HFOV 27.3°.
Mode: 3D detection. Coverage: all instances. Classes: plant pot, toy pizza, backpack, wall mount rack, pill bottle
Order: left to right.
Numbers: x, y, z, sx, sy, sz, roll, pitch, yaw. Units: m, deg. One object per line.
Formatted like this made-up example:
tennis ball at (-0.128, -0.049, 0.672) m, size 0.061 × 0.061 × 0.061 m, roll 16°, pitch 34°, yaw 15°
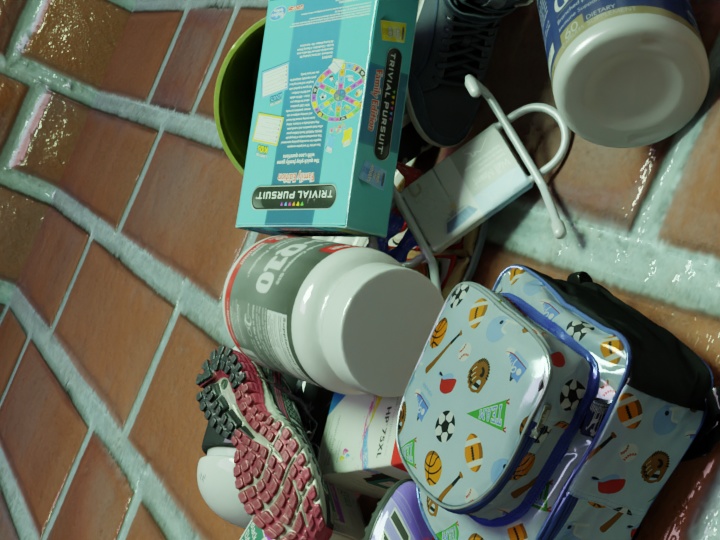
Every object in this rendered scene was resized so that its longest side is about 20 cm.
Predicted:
plant pot at (-0.056, -0.190, 1.587) m, size 0.201 × 0.199 × 0.193 m, roll -62°, pitch 11°, yaw 11°
pill bottle at (-0.021, 0.035, 1.169) m, size 0.200 × 0.113 × 0.115 m, roll 10°, pitch 78°, yaw 60°
toy pizza at (0.051, -0.014, 1.350) m, size 0.200 × 0.032 × 0.201 m, roll -49°, pitch 28°, yaw 37°
wall mount rack at (0.087, -0.053, 1.197) m, size 0.199 × 0.074 × 0.175 m, roll -36°, pitch 62°, yaw 15°
backpack at (0.114, 0.108, 0.948) m, size 0.200 × 0.153 × 0.192 m, roll -133°, pitch 58°, yaw -63°
pill bottle at (0.188, -0.194, 1.103) m, size 0.111 × 0.110 × 0.201 m, roll -50°, pitch 27°, yaw 35°

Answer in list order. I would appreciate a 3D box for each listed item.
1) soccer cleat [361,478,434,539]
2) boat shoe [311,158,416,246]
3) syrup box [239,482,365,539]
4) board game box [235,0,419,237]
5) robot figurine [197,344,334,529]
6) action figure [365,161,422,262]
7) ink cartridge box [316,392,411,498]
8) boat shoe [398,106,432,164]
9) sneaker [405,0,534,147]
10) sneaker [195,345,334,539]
soccer cleat at (0.034, 0.254, 1.101) m, size 0.073 × 0.068 × 0.202 m, roll -7°, pitch 61°, yaw 46°
boat shoe at (0.012, -0.100, 1.444) m, size 0.201 × 0.069 × 0.071 m, roll -65°, pitch 4°, yaw -19°
syrup box at (-0.075, 0.279, 1.289) m, size 0.201 × 0.081 × 0.079 m, roll -60°, pitch 24°, yaw 19°
board game box at (-0.029, -0.130, 1.230) m, size 0.150 × 0.047 × 0.202 m, roll 3°, pitch 83°, yaw 50°
robot figurine at (-0.077, 0.142, 1.377) m, size 0.124 × 0.150 × 0.201 m, roll 7°, pitch 68°, yaw 21°
action figure at (0.000, 0.000, 1.320) m, size 0.099 × 0.065 × 0.201 m, roll 23°, pitch 92°, yaw 51°
ink cartridge box at (0.045, 0.114, 1.190) m, size 0.200 × 0.067 × 0.117 m, roll -23°, pitch 49°, yaw 60°
boat shoe at (0.042, -0.134, 1.363) m, size 0.200 × 0.073 × 0.061 m, roll -39°, pitch -40°, yaw -59°
sneaker at (0.089, -0.196, 1.226) m, size 0.146 × 0.076 × 0.204 m, roll -138°, pitch 51°, yaw -72°
sneaker at (-0.065, 0.142, 1.232) m, size 0.081 × 0.074 × 0.201 m, roll -50°, pitch 48°, yaw 25°
